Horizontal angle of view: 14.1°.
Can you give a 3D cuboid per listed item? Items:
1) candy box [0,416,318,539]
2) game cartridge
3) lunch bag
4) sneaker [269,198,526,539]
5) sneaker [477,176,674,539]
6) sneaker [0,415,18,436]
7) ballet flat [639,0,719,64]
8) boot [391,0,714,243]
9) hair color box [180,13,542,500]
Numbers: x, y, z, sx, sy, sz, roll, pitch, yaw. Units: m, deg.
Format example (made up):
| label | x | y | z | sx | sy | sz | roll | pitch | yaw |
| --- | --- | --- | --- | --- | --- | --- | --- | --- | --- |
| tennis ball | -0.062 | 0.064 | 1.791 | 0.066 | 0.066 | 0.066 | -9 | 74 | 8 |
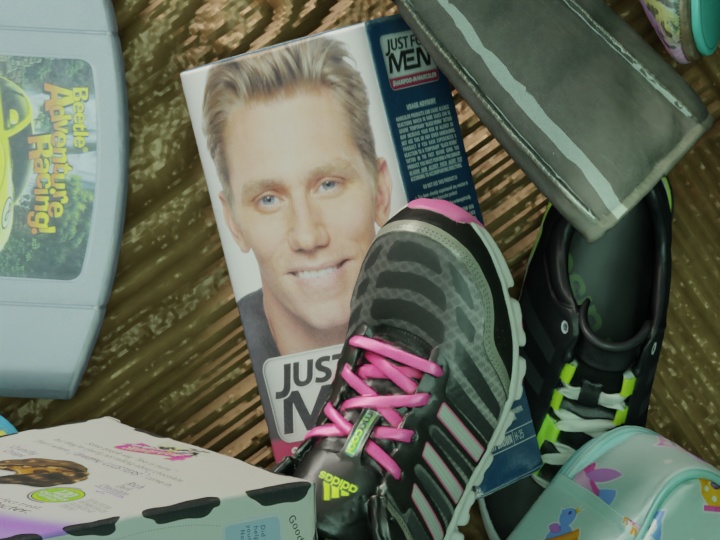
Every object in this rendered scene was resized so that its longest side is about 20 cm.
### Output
| label | x | y | z | sx | sy | sz | roll | pitch | yaw |
| --- | --- | --- | --- | --- | --- | --- | --- | --- | --- |
| candy box | -0.141 | 0.116 | 1.115 | 0.199 | 0.168 | 0.072 | -9 | 101 | -32 |
| game cartridge | -0.166 | -0.046 | 1.254 | 0.132 | 0.041 | 0.201 | 2 | 92 | -5 |
| lunch bag | 0.108 | 0.179 | 1.219 | 0.160 | 0.077 | 0.200 | 38 | 88 | -35 |
| sneaker | 0.007 | 0.072 | 1.146 | 0.074 | 0.087 | 0.201 | 22 | 110 | 25 |
| sneaker | 0.091 | 0.039 | 1.236 | 0.071 | 0.083 | 0.201 | 8 | 92 | -1 |
| sneaker | -0.210 | 0.109 | 1.215 | 0.200 | 0.079 | 0.131 | 22 | 85 | -38 |
| ballet flat | 0.130 | -0.189 | 1.243 | 0.071 | 0.069 | 0.201 | 7 | 88 | 17 |
| boot | 0.069 | -0.126 | 1.197 | 0.200 | 0.073 | 0.182 | 37 | 52 | 4 |
| hair color box | 0.000 | 0.000 | 1.224 | 0.100 | 0.060 | 0.201 | -13 | 92 | 33 |
